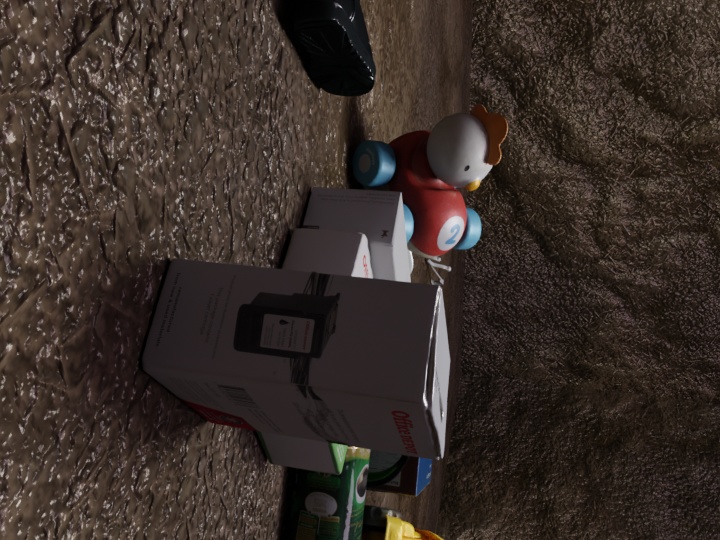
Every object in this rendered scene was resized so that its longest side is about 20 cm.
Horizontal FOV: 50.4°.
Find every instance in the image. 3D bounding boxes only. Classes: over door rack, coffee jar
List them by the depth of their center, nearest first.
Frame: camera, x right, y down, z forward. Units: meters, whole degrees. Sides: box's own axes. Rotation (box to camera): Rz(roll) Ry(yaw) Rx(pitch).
[{"bbox_3d":[-0.037,0.259,0.895,0.104,0.083,0.206,22,74,-75],"label":"coffee jar"},{"bbox_3d":[0.220,-0.063,2.044,0.201,0.065,0.152,63,34,-68],"label":"over door rack"}]

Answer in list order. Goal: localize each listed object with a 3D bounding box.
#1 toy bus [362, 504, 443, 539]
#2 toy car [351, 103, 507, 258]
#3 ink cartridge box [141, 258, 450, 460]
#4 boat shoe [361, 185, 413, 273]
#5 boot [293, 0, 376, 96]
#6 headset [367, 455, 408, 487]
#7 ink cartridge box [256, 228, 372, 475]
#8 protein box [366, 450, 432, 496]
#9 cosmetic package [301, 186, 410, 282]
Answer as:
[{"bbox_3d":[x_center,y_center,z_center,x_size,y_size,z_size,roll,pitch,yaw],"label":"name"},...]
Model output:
[{"bbox_3d":[0.055,0.391,1.002,0.199,0.188,0.139,147,-44,-62],"label":"toy bus"},{"bbox_3d":[0.124,-0.132,1.034,0.181,0.199,0.181,-1,68,-43],"label":"toy car"},{"bbox_3d":[-0.034,0.067,0.557,0.146,0.194,0.085,71,27,-62],"label":"ink cartridge box"},{"bbox_3d":[0.033,-0.084,1.166,0.064,0.069,0.206,-144,-135,-66],"label":"boat shoe"},{"bbox_3d":[-0.022,-0.293,0.792,0.198,0.071,0.167,48,45,-73],"label":"boot"},{"bbox_3d":[0.017,0.185,0.964,0.204,0.121,0.094,-66,171,16],"label":"headset"},{"bbox_3d":[-0.044,0.080,0.788,0.148,0.082,0.204,81,18,-50],"label":"ink cartridge box"},{"bbox_3d":[0.039,0.207,1.120,0.198,0.131,0.206,40,56,-76],"label":"protein box"},{"bbox_3d":[0.000,0.000,0.910,0.202,0.110,0.083,83,16,-51],"label":"cosmetic package"}]
